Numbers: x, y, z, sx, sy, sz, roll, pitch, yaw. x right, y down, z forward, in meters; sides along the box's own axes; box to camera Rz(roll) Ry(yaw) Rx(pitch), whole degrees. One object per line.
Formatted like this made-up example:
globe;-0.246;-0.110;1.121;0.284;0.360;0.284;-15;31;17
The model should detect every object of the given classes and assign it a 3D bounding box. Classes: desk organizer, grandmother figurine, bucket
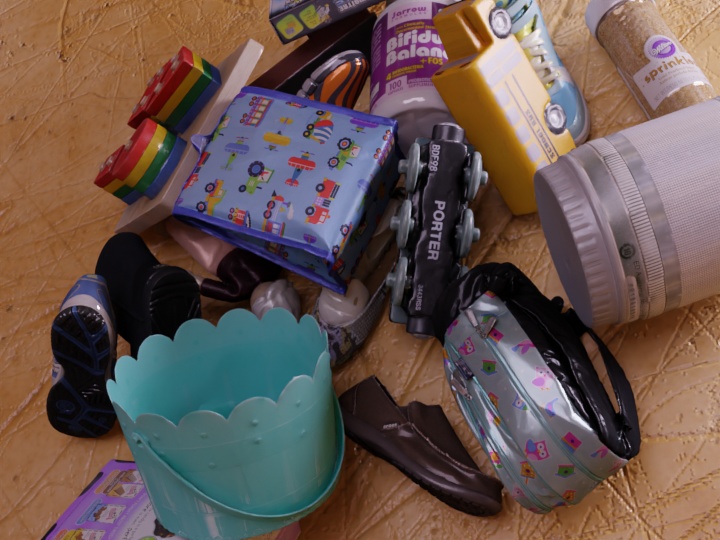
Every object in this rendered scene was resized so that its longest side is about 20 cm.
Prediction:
desk organizer;-0.068;-0.219;1.484;0.199;0.072;0.077;-37;54;3
grandmother figurine;-0.127;-0.009;1.412;0.121;0.061;0.200;-38;58;-10
bucket;-0.113;0.136;1.214;0.205;0.136;0.207;-9;23;4

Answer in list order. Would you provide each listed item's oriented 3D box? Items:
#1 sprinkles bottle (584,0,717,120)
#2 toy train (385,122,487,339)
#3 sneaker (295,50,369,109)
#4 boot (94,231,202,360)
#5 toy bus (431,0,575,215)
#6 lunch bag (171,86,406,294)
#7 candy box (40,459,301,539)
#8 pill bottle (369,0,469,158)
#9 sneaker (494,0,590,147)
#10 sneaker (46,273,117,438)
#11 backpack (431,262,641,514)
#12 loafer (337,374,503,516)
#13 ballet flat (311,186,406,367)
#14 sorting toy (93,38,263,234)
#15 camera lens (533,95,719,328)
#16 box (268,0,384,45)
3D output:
sprinkles bottle;0.288;-0.191;1.310;0.068;0.068;0.201;-29;57;8
toy train;0.067;-0.035;1.277;0.084;0.114;0.202;7;86;-3
sneaker;-0.026;-0.120;1.393;0.112;0.077;0.201;48;124;26
boot;-0.216;0.072;1.395;0.168;0.076;0.202;27;120;59
toy bus;0.132;-0.157;1.285;0.078;0.201;0.065;-45;22;-30
lunch bag;-0.078;-0.091;1.301;0.199;0.094;0.151;21;72;16
candy box;-0.179;0.254;1.242;0.198;0.072;0.168;1;28;25
pill bottle;0.065;-0.209;1.387;0.111;0.112;0.201;-12;53;18
sneaker;0.158;-0.215;1.343;0.079;0.131;0.201;-28;58;8
sneaker;-0.272;0.091;1.365;0.075;0.201;0.077;11;41;-7
backpack;0.152;0.106;1.181;0.126;0.166;0.201;-41;57;20
loafer;0.055;0.152;1.236;0.199;0.073;0.071;30;79;32
ballet flat;0.000;0.000;1.342;0.072;0.072;0.201;26;77;32
sorting toy;-0.205;-0.148;1.437;0.201;0.069;0.199;-64;18;-18
camera lens;0.267;-0.050;1.173;0.199;0.160;0.161;-19;57;-1
box;0.001;-0.313;1.423;0.199;0.035;0.110;-21;36;15
